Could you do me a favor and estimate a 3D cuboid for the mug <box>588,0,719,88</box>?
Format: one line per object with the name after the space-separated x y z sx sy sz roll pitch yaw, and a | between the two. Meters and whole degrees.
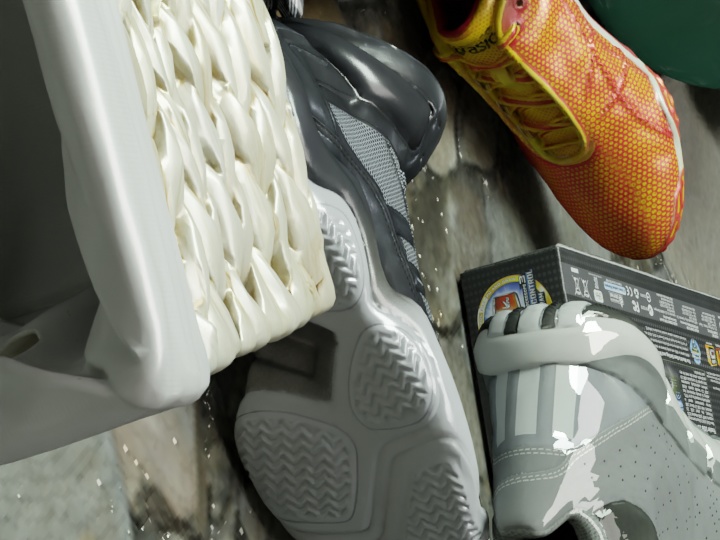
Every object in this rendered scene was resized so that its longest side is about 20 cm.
0.156 -0.169 1.193 0.152 0.114 0.185 -45 104 -26 | mug

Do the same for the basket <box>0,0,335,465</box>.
-0.099 -0.058 0.630 0.123 0.135 0.201 -18 92 -66 | basket

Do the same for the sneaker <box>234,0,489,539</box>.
0.000 0.000 0.855 0.201 0.075 0.114 65 30 -13 | sneaker

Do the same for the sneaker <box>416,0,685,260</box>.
0.060 -0.084 1.051 0.077 0.073 0.201 -46 111 -43 | sneaker

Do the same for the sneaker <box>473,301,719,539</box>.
0.090 0.104 0.895 0.200 0.075 0.116 42 45 -45 | sneaker

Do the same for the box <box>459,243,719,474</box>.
0.113 0.084 1.071 0.200 0.044 0.161 15 64 -60 | box
